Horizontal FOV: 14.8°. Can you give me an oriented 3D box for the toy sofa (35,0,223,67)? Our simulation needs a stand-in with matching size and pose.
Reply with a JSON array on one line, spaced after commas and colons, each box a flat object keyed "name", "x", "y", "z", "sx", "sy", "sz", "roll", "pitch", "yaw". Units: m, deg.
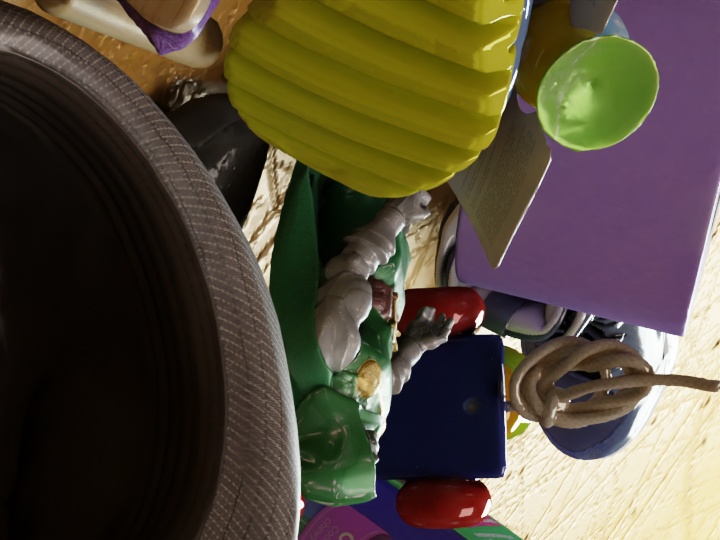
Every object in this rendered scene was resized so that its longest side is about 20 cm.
[{"name": "toy sofa", "x": -0.021, "y": -0.152, "z": 0.736, "sx": 0.200, "sy": 0.098, "sz": 0.083, "roll": -60, "pitch": 156, "yaw": 7}]

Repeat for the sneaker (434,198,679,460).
[{"name": "sneaker", "x": 0.081, "y": 0.018, "z": 1.153, "sx": 0.146, "sy": 0.077, "sz": 0.203, "roll": -44, "pitch": 146, "yaw": -50}]

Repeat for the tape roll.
[{"name": "tape roll", "x": 0.098, "y": -0.082, "z": 0.973, "sx": 0.200, "sy": 0.085, "sz": 0.200, "roll": 13, "pitch": 90, "yaw": -82}]

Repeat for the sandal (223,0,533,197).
[{"name": "sandal", "x": 0.024, "y": -0.096, "z": 0.738, "sx": 0.087, "sy": 0.079, "sz": 0.200, "roll": -63, "pitch": -176, "yaw": -39}]

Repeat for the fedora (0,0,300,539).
[{"name": "fedora", "x": -0.113, "y": 0.029, "z": 0.713, "sx": 0.177, "sy": 0.200, "sz": 0.090, "roll": -29, "pitch": -170, "yaw": -33}]

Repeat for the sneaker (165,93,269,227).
[{"name": "sneaker", "x": -0.050, "y": 0.050, "z": 0.915, "sx": 0.075, "sy": 0.115, "sz": 0.200, "roll": -9, "pitch": 129, "yaw": -59}]

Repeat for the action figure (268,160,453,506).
[{"name": "action figure", "x": 0.000, "y": 0.000, "z": 0.906, "sx": 0.118, "sy": 0.055, "sz": 0.200, "roll": 81, "pitch": 13, "yaw": -45}]

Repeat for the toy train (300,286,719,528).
[{"name": "toy train", "x": 0.043, "y": 0.048, "z": 1.014, "sx": 0.116, "sy": 0.200, "sz": 0.085, "roll": -1, "pitch": 88, "yaw": -73}]

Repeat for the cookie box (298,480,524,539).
[{"name": "cookie box", "x": 0.018, "y": 0.180, "z": 1.105, "sx": 0.171, "sy": 0.200, "sz": 0.075, "roll": -61, "pitch": 156, "yaw": 10}]

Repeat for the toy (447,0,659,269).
[{"name": "toy", "x": 0.047, "y": -0.096, "z": 0.831, "sx": 0.047, "sy": 0.200, "sz": 0.115, "roll": 12, "pitch": 117, "yaw": -21}]
